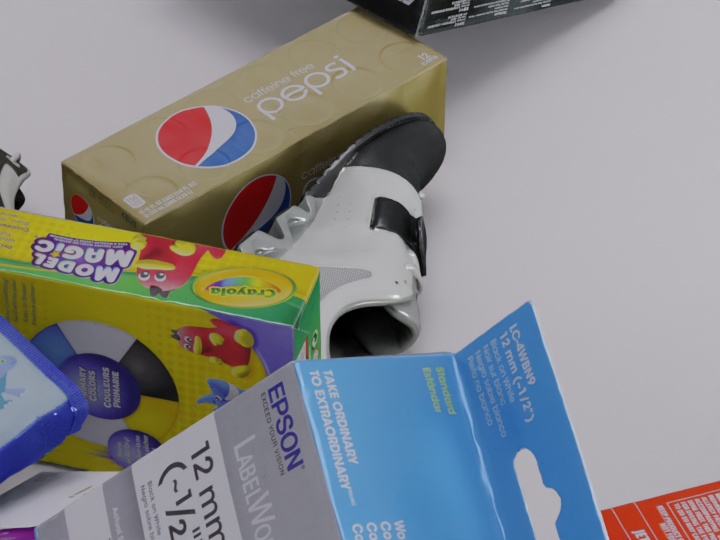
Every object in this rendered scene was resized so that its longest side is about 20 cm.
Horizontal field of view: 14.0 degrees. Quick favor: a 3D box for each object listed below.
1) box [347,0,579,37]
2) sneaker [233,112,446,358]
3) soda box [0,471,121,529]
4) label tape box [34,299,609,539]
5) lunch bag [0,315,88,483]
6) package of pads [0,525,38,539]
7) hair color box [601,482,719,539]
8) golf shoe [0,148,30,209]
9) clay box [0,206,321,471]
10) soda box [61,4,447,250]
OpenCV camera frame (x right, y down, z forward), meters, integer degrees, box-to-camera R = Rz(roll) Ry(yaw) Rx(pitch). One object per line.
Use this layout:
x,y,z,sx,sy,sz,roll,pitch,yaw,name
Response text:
0.023,-0.193,1.588,0.193,0.048,0.200,32,29,28,box
0.000,0.000,1.398,0.088,0.074,0.200,35,46,9,sneaker
-0.065,0.120,1.185,0.200,0.064,0.068,-2,16,32,soda box
-0.012,0.111,1.003,0.066,0.200,0.144,16,49,-46,label tape box
-0.236,0.075,1.241,0.200,0.128,0.170,15,39,44,lunch bag
-0.174,0.144,1.085,0.120,0.076,0.200,-6,2,44,package of pads
0.173,0.121,1.034,0.199,0.111,0.064,-11,43,-15,hair color box
-0.214,-0.049,1.456,0.088,0.077,0.200,6,39,-25,golf shoe
-0.118,0.036,1.309,0.199,0.115,0.048,9,41,11,clay box
-0.050,-0.056,1.458,0.200,0.064,0.068,-31,49,-31,soda box
